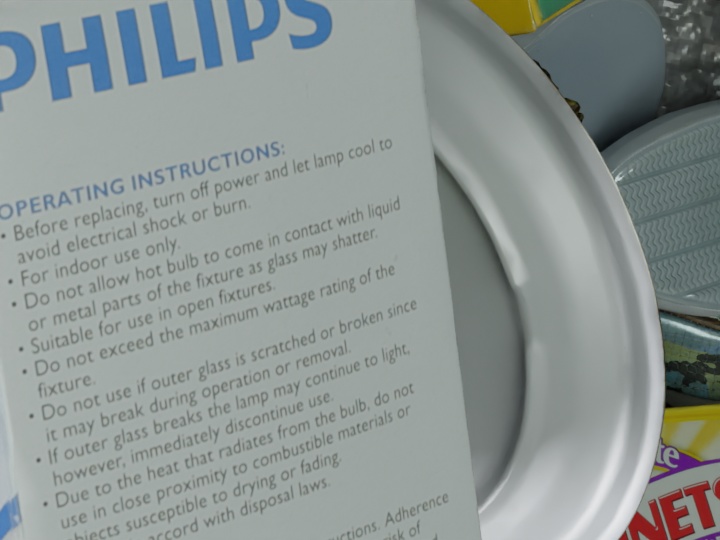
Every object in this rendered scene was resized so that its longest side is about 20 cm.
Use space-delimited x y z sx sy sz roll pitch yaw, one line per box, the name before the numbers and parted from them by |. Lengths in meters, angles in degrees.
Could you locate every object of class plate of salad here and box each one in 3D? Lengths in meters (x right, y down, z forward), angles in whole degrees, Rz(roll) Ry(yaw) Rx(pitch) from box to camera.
plate of salad | 0.000 0.000 0.634 0.048 0.200 0.200 -32 111 -44

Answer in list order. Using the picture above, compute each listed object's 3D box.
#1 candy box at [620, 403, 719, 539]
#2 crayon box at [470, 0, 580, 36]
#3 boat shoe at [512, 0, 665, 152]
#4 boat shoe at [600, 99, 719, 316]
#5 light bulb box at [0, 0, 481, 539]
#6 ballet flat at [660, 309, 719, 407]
candy box | 0.098 0.094 0.761 0.200 0.026 0.102 -3 62 -24
crayon box | -0.035 -0.158 0.630 0.058 0.172 0.200 -33 115 -50
boat shoe | 0.020 -0.050 0.775 0.202 0.086 0.075 -31 127 -47
boat shoe | 0.146 -0.026 0.827 0.200 0.067 0.074 -8 98 -30
light bulb box | -0.082 0.023 0.576 0.125 0.198 0.200 -16 104 -37
ballet flat | 0.159 0.043 0.853 0.200 0.074 0.074 10 94 -22
